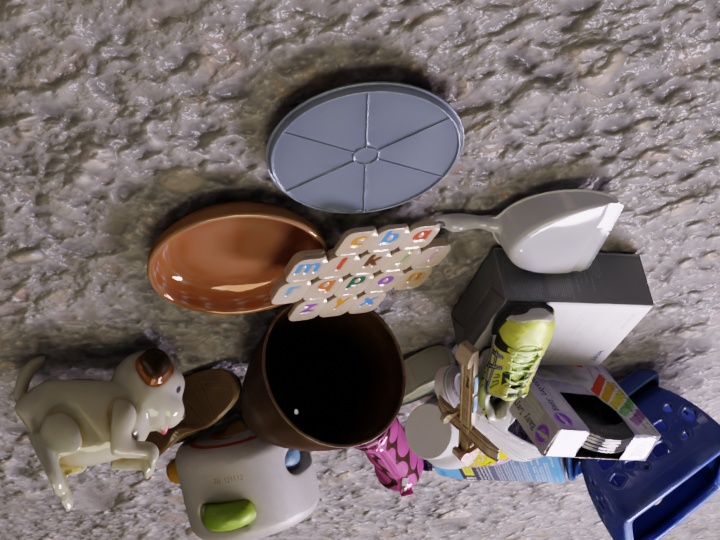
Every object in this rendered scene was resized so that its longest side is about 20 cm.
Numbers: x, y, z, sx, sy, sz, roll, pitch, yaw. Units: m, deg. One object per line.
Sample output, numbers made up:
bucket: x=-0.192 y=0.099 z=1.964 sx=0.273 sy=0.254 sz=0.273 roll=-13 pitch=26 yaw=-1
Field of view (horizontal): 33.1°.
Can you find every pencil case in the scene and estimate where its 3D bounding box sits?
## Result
pencil case: x=0.034 y=0.253 z=1.753 sx=0.090 sy=0.094 sz=0.200 roll=-14 pitch=147 yaw=14

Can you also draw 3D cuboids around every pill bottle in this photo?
pill bottle: x=0.142 y=0.220 z=1.675 sx=0.104 sy=0.105 sz=0.199 roll=-28 pitch=160 yaw=28

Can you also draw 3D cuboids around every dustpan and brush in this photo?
dustpan and brush: x=0.178 y=-0.047 z=1.364 sx=0.198 sy=0.058 sz=0.140 roll=-7 pitch=148 yaw=-17

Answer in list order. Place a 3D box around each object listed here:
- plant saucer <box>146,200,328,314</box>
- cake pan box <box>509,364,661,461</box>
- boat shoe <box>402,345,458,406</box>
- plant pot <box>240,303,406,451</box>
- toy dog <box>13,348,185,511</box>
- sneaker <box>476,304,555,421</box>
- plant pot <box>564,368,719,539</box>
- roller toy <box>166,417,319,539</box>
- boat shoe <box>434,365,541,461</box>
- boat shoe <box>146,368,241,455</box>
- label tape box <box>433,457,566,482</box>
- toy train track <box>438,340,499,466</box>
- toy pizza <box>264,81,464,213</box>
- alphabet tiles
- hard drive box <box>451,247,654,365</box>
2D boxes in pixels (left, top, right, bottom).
plant saucer: x=-0.135 y=-0.017 z=1.332 sx=0.198 sy=0.038 sz=0.201 roll=-6 pitch=147 yaw=-4
cake pan box: x=0.266 y=0.167 z=1.568 sx=0.183 sy=0.200 sz=0.053 roll=7 pitch=122 yaw=-31
boat shoe: x=0.044 y=0.166 z=1.639 sx=0.199 sy=0.073 sz=0.062 roll=-24 pitch=142 yaw=13
plant pot: x=-0.070 y=0.148 z=1.501 sx=0.185 sy=0.189 sz=0.200 roll=7 pitch=157 yaw=-25
toy dog: x=-0.309 y=0.175 z=1.491 sx=0.199 sy=0.195 sz=0.140 roll=-25 pitch=155 yaw=-17
sneaker: x=0.187 y=0.108 z=1.434 sx=0.075 sy=0.077 sz=0.201 roll=0 pitch=147 yaw=-12
plant pot: x=0.406 y=0.273 z=1.767 sx=0.199 sy=0.180 sz=0.200 roll=-36 pitch=150 yaw=-8
roller toy: x=-0.155 y=0.272 z=1.647 sx=0.181 sy=0.141 sz=0.200 roll=-16 pitch=-172 yaw=-26
boat shoe: x=0.180 y=0.187 z=1.586 sx=0.068 sy=0.072 sz=0.200 roll=-19 pitch=125 yaw=46
boat shoe: x=-0.223 y=0.187 z=1.621 sx=0.200 sy=0.072 sz=0.072 roll=-40 pitch=168 yaw=28
label tape box: x=0.206 y=0.268 z=1.843 sx=0.198 sy=0.067 sz=0.144 roll=0 pitch=151 yaw=17
toy train track: x=0.122 y=0.170 z=1.483 sx=0.032 sy=0.115 sz=0.201 roll=-26 pitch=136 yaw=-27
toy pizza: x=0.004 y=-0.125 z=1.202 sx=0.198 sy=0.032 sz=0.201 roll=-6 pitch=147 yaw=-4
alphabet tiles: x=0.000 y=0.000 z=1.362 sx=0.198 sy=0.015 sz=0.196 roll=-6 pitch=153 yaw=-28
hard drive box: x=0.233 y=0.049 z=1.496 sx=0.198 sy=0.077 sz=0.156 roll=3 pitch=147 yaw=-18
